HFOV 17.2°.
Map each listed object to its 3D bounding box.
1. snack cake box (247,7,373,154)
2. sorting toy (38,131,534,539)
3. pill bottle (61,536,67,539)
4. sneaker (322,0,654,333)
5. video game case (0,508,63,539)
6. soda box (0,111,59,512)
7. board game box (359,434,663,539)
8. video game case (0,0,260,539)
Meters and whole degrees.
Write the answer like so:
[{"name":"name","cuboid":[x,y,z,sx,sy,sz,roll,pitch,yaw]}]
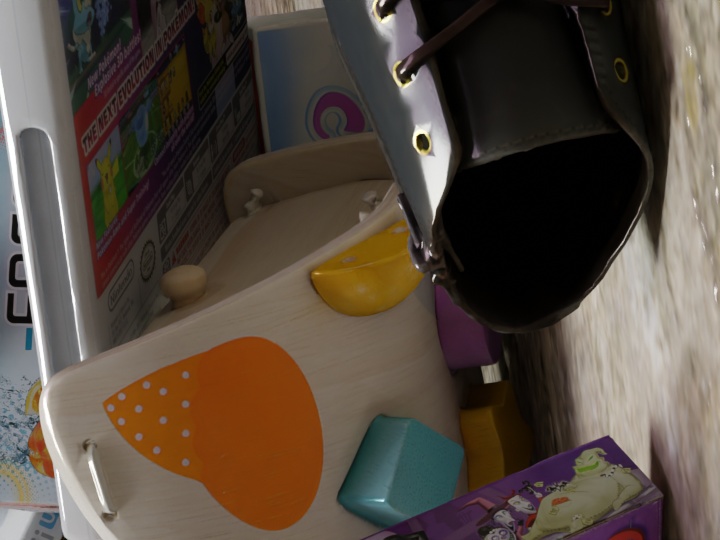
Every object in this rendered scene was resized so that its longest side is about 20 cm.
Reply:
[{"name":"snack cake box","cuboid":[0.000,0.000,0.909,0.115,0.067,0.201,-111,14,-82]},{"name":"sorting toy","cuboid":[0.010,0.064,0.717,0.200,0.106,0.181,-59,-51,-67]},{"name":"pill bottle","cuboid":[-0.078,0.099,0.950,0.200,0.112,0.113,-102,6,-51]},{"name":"sneaker","cuboid":[0.021,-0.086,0.464,0.200,0.074,0.106,73,179,-45]},{"name":"video game case","cuboid":[-0.114,0.026,0.931,0.201,0.018,0.143,-65,24,-4]},{"name":"soda box","cuboid":[-0.095,-0.016,0.831,0.068,0.063,0.201,36,-124,-76]},{"name":"board game box","cuboid":[0.016,0.140,0.564,0.032,0.120,0.201,-126,24,-48]},{"name":"video game case","cuboid":[-0.068,-0.043,0.752,0.200,0.023,0.183,-65,-26,-62]}]
